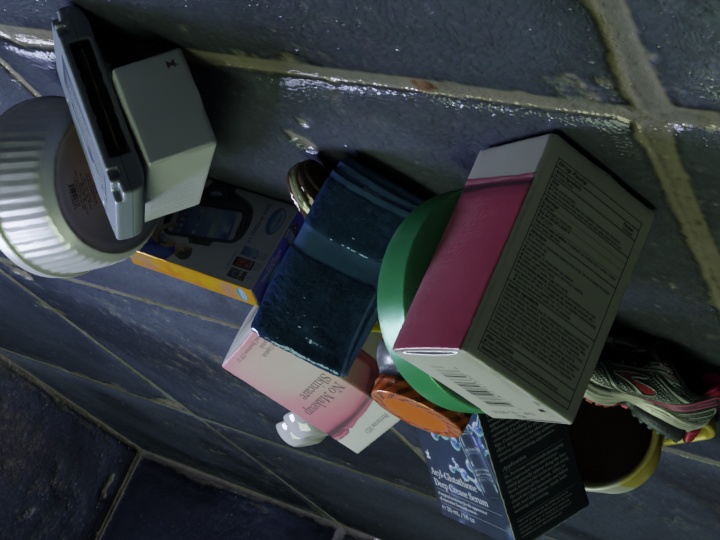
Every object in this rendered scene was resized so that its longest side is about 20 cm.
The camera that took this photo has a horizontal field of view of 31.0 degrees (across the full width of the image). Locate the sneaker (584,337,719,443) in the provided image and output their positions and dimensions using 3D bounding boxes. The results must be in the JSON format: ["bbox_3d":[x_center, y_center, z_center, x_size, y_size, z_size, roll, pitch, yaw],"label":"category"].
[{"bbox_3d":[0.284,0.102,1.355,0.199,0.081,0.075,24,125,-11],"label":"sneaker"}]

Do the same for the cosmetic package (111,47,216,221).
[{"bbox_3d":[-0.199,-0.128,1.285,0.200,0.071,0.102,129,120,-71],"label":"cosmetic package"}]

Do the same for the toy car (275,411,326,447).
[{"bbox_3d":[-0.053,0.152,1.865,0.149,0.177,0.200,-9,167,-13],"label":"toy car"}]

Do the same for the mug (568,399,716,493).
[{"bbox_3d":[0.300,0.200,1.502,0.185,0.150,0.153,24,172,27],"label":"mug"}]

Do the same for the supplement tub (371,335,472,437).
[{"bbox_3d":[0.093,0.050,1.252,0.122,0.201,0.123,22,162,8],"label":"supplement tub"}]

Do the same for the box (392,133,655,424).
[{"bbox_3d":[0.135,0.009,1.076,0.127,0.201,0.109,34,161,-25],"label":"box"}]

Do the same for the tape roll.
[{"bbox_3d":[0.111,0.026,1.158,0.200,0.202,0.048,33,160,-23],"label":"tape roll"}]

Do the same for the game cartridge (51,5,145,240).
[{"bbox_3d":[-0.252,-0.138,1.259,0.133,0.041,0.201,108,142,-71],"label":"game cartridge"}]

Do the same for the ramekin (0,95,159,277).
[{"bbox_3d":[-0.304,-0.093,1.410,0.104,0.202,0.200,-2,149,38],"label":"ramekin"}]

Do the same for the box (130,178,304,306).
[{"bbox_3d":[-0.155,-0.037,1.476,0.198,0.120,0.042,16,152,25],"label":"box"}]

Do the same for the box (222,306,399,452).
[{"bbox_3d":[-0.039,0.101,1.520,0.199,0.109,0.128,33,143,-8],"label":"box"}]

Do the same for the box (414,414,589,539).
[{"bbox_3d":[0.142,0.174,1.405,0.148,0.106,0.202,10,121,60],"label":"box"}]

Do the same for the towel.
[{"bbox_3d":[-0.019,-0.001,1.272,0.111,0.201,0.049,27,-170,-11],"label":"towel"}]

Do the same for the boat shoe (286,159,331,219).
[{"bbox_3d":[0.015,-0.050,1.324,0.075,0.075,0.202,-34,119,29],"label":"boat shoe"}]

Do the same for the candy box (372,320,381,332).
[{"bbox_3d":[0.017,0.051,1.367,0.198,0.027,0.102,5,178,-7],"label":"candy box"}]
